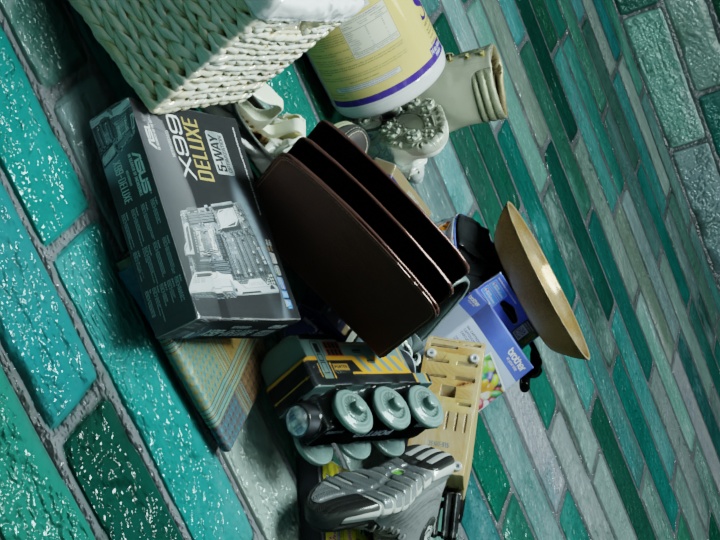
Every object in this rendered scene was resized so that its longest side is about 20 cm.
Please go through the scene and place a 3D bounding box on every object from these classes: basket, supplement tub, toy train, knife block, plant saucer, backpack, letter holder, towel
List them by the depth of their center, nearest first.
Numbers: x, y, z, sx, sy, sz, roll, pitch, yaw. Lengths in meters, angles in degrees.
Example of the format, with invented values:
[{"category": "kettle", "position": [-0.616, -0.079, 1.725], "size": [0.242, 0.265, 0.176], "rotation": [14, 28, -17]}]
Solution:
[{"category": "basket", "position": [-0.136, -0.256, 1.306], "size": [0.200, 0.161, 0.198], "rotation": [52, 23, 6]}, {"category": "towel", "position": [-0.144, 0.042, 1.339], "size": [0.201, 0.022, 0.147], "rotation": [65, 24, -22]}, {"category": "letter holder", "position": [0.005, -0.041, 1.388], "size": [0.200, 0.142, 0.101], "rotation": [45, 60, -2]}, {"category": "toy train", "position": [-0.005, 0.116, 1.428], "size": [0.200, 0.085, 0.114], "rotation": [2, 55, -49]}, {"category": "knife block", "position": [0.088, 0.190, 1.616], "size": [0.176, 0.064, 0.201], "rotation": [80, 20, -69]}, {"category": "plant saucer", "position": [0.198, 0.018, 1.707], "size": [0.201, 0.035, 0.200], "rotation": [59, 12, -20]}, {"category": "supplement tub", "position": [-0.005, -0.290, 1.710], "size": [0.200, 0.145, 0.146], "rotation": [61, 26, -27]}, {"category": "backpack", "position": [0.109, 0.029, 1.752], "size": [0.191, 0.153, 0.201], "rotation": [56, 21, -54]}]

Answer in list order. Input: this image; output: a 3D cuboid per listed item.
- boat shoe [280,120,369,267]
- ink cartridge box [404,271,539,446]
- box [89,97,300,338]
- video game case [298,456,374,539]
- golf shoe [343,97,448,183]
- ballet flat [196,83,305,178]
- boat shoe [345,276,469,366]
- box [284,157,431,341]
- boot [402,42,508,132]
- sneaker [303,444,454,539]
[{"category": "boat shoe", "position": [-0.040, -0.070, 1.502], "size": [0.200, 0.065, 0.073], "rotation": [-55, 139, -29]}, {"category": "ink cartridge box", "position": [0.106, 0.105, 1.649], "size": [0.119, 0.200, 0.042], "rotation": [53, -5, -38]}, {"category": "box", "position": [-0.140, -0.041, 1.298], "size": [0.158, 0.050, 0.201], "rotation": [6, 63, -60]}, {"category": "video game case", "position": [-0.003, 0.298, 1.477], "size": [0.181, 0.025, 0.201], "rotation": [39, 42, -54]}, {"category": "golf shoe", "position": [0.059, -0.142, 1.725], "size": [0.097, 0.078, 0.200], "rotation": [58, -11, -22]}, {"category": "ballet flat", "position": [-0.097, -0.140, 1.500], "size": [0.200, 0.068, 0.068], "rotation": [45, 35, -49]}, {"category": "boat shoe", "position": [0.040, 0.067, 1.544], "size": [0.200, 0.062, 0.073], "rotation": [-53, 153, -23]}, {"category": "box", "position": [0.000, 0.000, 1.526], "size": [0.201, 0.032, 0.121], "rotation": [-62, 152, -10]}, {"category": "boot", "position": [0.098, -0.267, 1.913], "size": [0.072, 0.154, 0.201], "rotation": [-11, 85, -67]}, {"category": "sneaker", "position": [0.020, 0.247, 1.446], "size": [0.200, 0.075, 0.116], "rotation": [-13, 116, -48]}]
